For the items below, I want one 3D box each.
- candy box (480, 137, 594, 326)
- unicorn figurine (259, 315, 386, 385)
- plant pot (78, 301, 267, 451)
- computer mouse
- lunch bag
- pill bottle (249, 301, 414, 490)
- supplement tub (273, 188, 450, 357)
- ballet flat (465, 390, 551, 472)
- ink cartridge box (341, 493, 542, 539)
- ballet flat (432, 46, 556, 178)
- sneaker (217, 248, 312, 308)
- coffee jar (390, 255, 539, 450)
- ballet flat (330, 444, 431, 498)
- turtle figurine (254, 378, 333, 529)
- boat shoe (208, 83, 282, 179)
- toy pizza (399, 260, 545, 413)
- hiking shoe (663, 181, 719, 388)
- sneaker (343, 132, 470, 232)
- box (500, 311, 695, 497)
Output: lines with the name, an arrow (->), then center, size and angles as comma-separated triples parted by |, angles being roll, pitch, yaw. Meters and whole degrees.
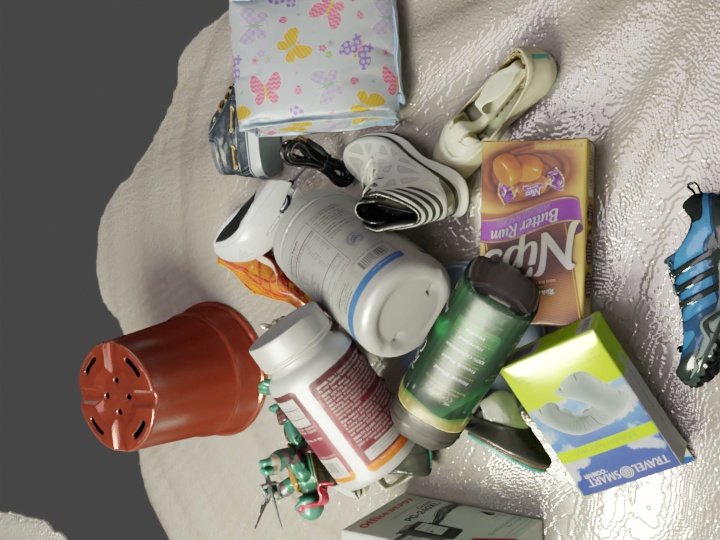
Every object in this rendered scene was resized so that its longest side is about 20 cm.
candy box -> 0.193, -0.041, 1.039 | 0.116, 0.056, 0.201 | 1, 92, 23
unicorn figurine -> -0.038, 0.123, 1.208 | 0.074, 0.199, 0.138 | -42, 53, 53
plant pot -> -0.267, 0.156, 1.319 | 0.200, 0.195, 0.202 | 5, 99, 33
computer mouse -> -0.105, -0.076, 1.206 | 0.200, 0.110, 0.044 | -48, 45, 14
lunch bag -> -0.048, -0.253, 1.159 | 0.199, 0.127, 0.170 | -5, 92, 10
pill bottle -> -0.033, 0.143, 1.102 | 0.114, 0.114, 0.200 | -29, 101, 33
supplement tub -> 0.000, 0.000, 1.129 | 0.200, 0.132, 0.132 | 40, 117, 43
ballet flat -> 0.133, 0.163, 1.089 | 0.200, 0.068, 0.069 | 20, 98, 31
ink cartridge box -> 0.095, 0.338, 1.123 | 0.199, 0.145, 0.084 | 2, 98, 34
ballet flat -> 0.137, -0.175, 1.079 | 0.070, 0.069, 0.200 | 52, 121, 18
sneaker -> -0.115, 0.006, 1.285 | 0.200, 0.073, 0.077 | 35, 135, 31
coffee jar -> 0.106, 0.090, 1.001 | 0.085, 0.104, 0.200 | 28, 116, 4
ballet flat -> 0.006, 0.255, 1.216 | 0.200, 0.068, 0.069 | -18, 99, 36
turtle figurine -> -0.085, 0.240, 1.177 | 0.150, 0.100, 0.200 | 102, 162, -52
boat shoe -> -0.161, -0.223, 1.272 | 0.091, 0.071, 0.201 | 4, 100, 30
toy pizza -> 0.133, 0.087, 1.135 | 0.200, 0.032, 0.201 | 6, 101, 34
hiking shoe -> 0.348, 0.017, 0.962 | 0.087, 0.074, 0.201 | 20, 97, 39
sneaker -> 0.022, -0.106, 1.116 | 0.200, 0.115, 0.076 | 30, 128, 42
box -> 0.252, 0.154, 1.010 | 0.122, 0.048, 0.200 | -29, 101, 33
